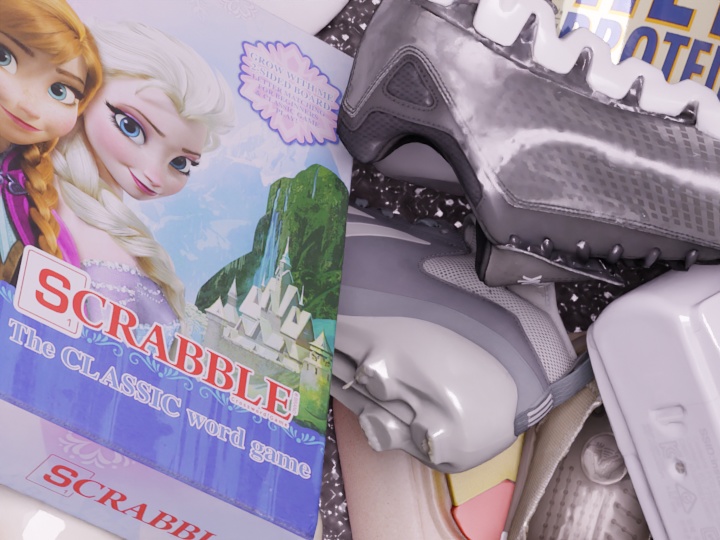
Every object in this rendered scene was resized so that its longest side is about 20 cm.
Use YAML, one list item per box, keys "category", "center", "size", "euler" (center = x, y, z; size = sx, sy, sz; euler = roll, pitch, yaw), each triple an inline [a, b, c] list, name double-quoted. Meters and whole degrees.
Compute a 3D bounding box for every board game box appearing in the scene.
- category: "board game box"
  center: [-0.096, -0.027, 0.860]
  size: [0.200, 0.041, 0.200]
  euler: [27, 45, -24]

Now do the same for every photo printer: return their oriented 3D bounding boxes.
- category: "photo printer"
  center: [0.184, 0.052, 0.974]
  size: [0.200, 0.069, 0.167]
  euler: [-24, 97, -38]

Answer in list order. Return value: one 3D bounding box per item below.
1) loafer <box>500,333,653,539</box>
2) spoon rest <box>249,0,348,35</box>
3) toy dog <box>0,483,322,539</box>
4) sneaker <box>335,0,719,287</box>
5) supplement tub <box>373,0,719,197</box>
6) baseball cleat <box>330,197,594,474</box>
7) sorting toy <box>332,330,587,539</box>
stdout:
- category: "loafer"
  center: [0.076, 0.119, 0.986]
  size: [0.076, 0.068, 0.200]
  euler: [7, 87, 0]
- category: "spoon rest"
  center: [-0.037, -0.165, 0.987]
  size: [0.061, 0.200, 0.099]
  euler: [19, 53, 39]
- category: "toy dog"
  center: [-0.115, 0.101, 0.912]
  size: [0.140, 0.200, 0.194]
  euler: [45, 90, 3]
- category: "sneaker"
  center: [0.079, -0.025, 0.883]
  size: [0.200, 0.066, 0.091]
  euler: [30, 91, 0]
- category: "supplement tub"
  center: [0.087, -0.120, 0.986]
  size: [0.145, 0.145, 0.200]
  euler: [11, 89, 2]
- category: "baseball cleat"
  center: [0.000, 0.000, 1.017]
  size: [0.106, 0.070, 0.200]
  euler: [-31, 54, -29]
- category: "sorting toy"
  center: [0.100, 0.114, 1.036]
  size: [0.200, 0.036, 0.185]
  euler: [-9, 89, 2]
